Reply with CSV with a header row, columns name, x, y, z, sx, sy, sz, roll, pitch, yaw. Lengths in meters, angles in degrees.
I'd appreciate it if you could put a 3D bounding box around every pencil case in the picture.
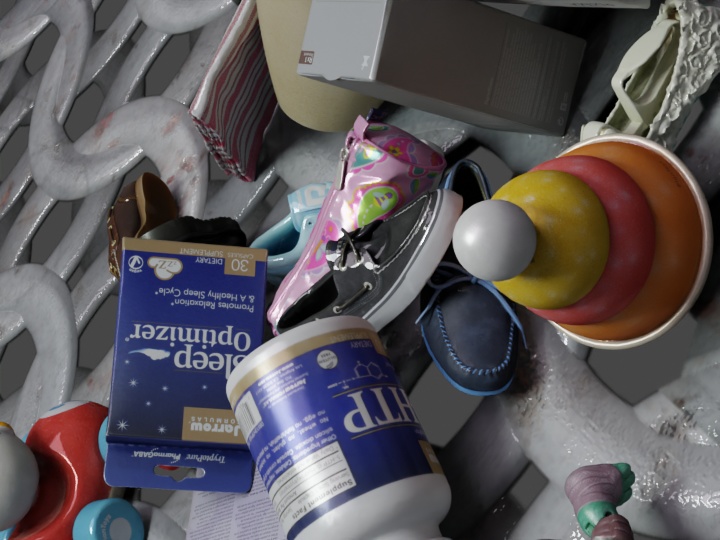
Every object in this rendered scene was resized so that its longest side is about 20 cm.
name,x,y,z,sx,sy,sz,roll,pitch,yaw
pencil case,-0.008,-0.026,1.120,0.201,0.087,0.088,-64,33,21

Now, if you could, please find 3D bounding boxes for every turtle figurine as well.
name,x,y,z,sx,sy,sz,roll,pitch,yaw
turtle figurine,0.154,0.210,0.792,0.150,0.100,0.200,-46,32,18

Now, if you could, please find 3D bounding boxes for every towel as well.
name,x,y,z,sx,sy,sz,roll,pitch,yaw
towel,-0.104,-0.176,1.319,0.030,0.200,0.147,21,80,10

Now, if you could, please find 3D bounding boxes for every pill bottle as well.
name,x,y,z,sx,sy,sz,roll,pitch,yaw
pill bottle,-0.005,0.145,0.968,0.120,0.119,0.201,-38,66,27

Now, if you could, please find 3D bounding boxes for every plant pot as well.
name,x,y,z,sx,sy,sz,roll,pitch,yaw
plant pot,-0.017,-0.228,1.220,0.201,0.186,0.188,105,161,-44

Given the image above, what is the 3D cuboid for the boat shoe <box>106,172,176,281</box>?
name,x,y,z,sx,sy,sz,roll,pitch,yaw
boat shoe,-0.227,-0.018,1.431,0.070,0.070,0.200,-37,33,18

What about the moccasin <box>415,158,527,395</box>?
name,x,y,z,sx,sy,sz,roll,pitch,yaw
moccasin,0.075,-0.001,1.030,0.068,0.080,0.201,98,166,-47

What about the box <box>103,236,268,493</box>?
name,x,y,z,sx,sy,sz,roll,pitch,yaw
box,-0.139,0.075,1.114,0.032,0.120,0.201,119,154,-68

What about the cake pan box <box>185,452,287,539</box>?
name,x,y,z,sx,sy,sz,roll,pitch,yaw
cake pan box,-0.065,0.177,1.113,0.199,0.052,0.185,-25,46,39

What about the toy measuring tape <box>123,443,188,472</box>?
name,x,y,z,sx,sy,sz,roll,pitch,yaw
toy measuring tape,-0.161,0.149,1.202,0.074,0.073,0.200,-55,7,6

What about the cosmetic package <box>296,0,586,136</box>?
name,x,y,z,sx,sy,sz,roll,pitch,yaw
cosmetic package,0.063,-0.164,1.064,0.107,0.199,0.091,16,92,51

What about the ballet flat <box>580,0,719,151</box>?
name,x,y,z,sx,sy,sz,roll,pitch,yaw
ballet flat,0.193,-0.108,0.990,0.072,0.072,0.201,28,89,54

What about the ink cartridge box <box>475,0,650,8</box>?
name,x,y,z,sx,sy,sz,roll,pitch,yaw
ink cartridge box,0.138,-0.221,1.046,0.199,0.173,0.044,14,98,45

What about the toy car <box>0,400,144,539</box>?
name,x,y,z,sx,sy,sz,roll,pitch,yaw
toy car,-0.320,0.185,1.287,0.184,0.200,0.178,-15,54,44

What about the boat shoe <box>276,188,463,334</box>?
name,x,y,z,sx,sy,sz,roll,pitch,yaw
boat shoe,0.000,0.000,1.027,0.200,0.066,0.070,-47,22,45

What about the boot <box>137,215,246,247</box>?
name,x,y,z,sx,sy,sz,roll,pitch,yaw
boot,-0.127,0.038,1.251,0.079,0.211,0.158,-30,84,11

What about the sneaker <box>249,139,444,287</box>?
name,x,y,z,sx,sy,sz,roll,pitch,yaw
sneaker,-0.017,-0.048,1.186,0.200,0.082,0.074,-42,40,23

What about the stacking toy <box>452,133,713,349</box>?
name,x,y,z,sx,sy,sz,roll,pitch,yaw
stacking toy,0.121,-0.022,0.879,0.146,0.200,0.147,-1,88,39
